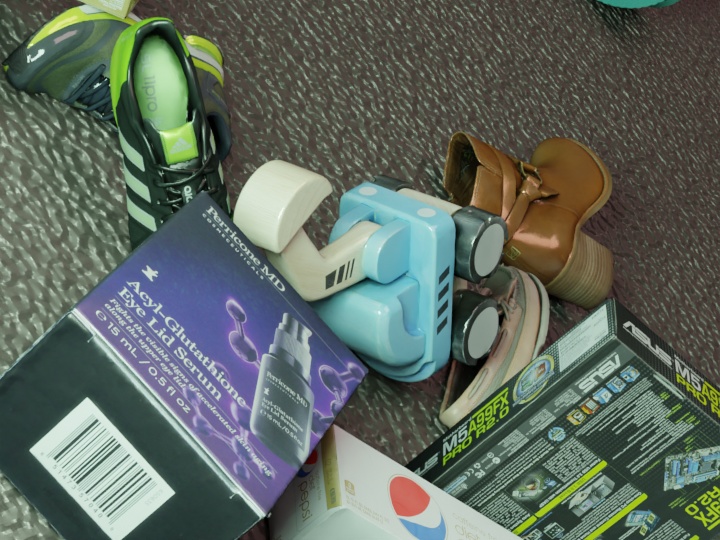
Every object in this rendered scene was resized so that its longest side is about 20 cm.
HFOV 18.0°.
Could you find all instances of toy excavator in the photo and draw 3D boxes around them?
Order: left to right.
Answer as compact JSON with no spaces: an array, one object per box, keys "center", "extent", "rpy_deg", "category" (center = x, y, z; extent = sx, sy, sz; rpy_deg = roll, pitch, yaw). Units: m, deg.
[{"center":[0.000,0.000,1.449],"extent":[0.099,0.196,0.200],"rpy_deg":[21,36,31],"category":"toy excavator"}]

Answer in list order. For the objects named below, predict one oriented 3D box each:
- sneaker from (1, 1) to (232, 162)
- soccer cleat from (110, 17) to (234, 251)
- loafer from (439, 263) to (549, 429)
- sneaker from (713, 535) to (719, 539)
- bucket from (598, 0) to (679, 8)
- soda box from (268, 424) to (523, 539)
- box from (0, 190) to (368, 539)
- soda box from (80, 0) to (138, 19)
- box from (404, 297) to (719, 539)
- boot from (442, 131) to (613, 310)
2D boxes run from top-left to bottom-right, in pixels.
[{"center":[-0.145,-0.115,1.455],"extent":[0.199,0.074,0.081],"rpy_deg":[6,53,-52],"category":"sneaker"},{"center":[-0.111,-0.054,1.368],"extent":[0.081,0.067,0.202],"rpy_deg":[147,-71,-78],"category":"soccer cleat"},{"center":[0.091,0.054,1.612],"extent":[0.063,0.072,0.201],"rpy_deg":[32,33,-18],"category":"loafer"},{"center":[0.300,0.206,1.679],"extent":[0.201,0.118,0.074],"rpy_deg":[49,24,-4],"category":"sneaker"},{"center":[0.299,-0.375,2.372],"extent":[0.207,0.207,0.135],"rpy_deg":[49,34,0],"category":"bucket"},{"center":[0.036,0.174,1.363],"extent":[0.199,0.064,0.068],"rpy_deg":[33,30,-31],"category":"soda box"},{"center":[-0.102,0.068,1.238],"extent":[0.148,0.104,0.200],"rpy_deg":[47,26,-5],"category":"box"},{"center":[-0.219,-0.231,1.412],"extent":[0.199,0.064,0.068],"rpy_deg":[23,28,-1],"category":"soda box"},{"center":[0.142,0.132,1.430],"extent":[0.160,0.200,0.044],"rpy_deg":[38,28,-20],"category":"box"},{"center":[0.129,-0.071,1.835],"extent":[0.154,0.074,0.201],"rpy_deg":[30,29,-27],"category":"boot"}]
